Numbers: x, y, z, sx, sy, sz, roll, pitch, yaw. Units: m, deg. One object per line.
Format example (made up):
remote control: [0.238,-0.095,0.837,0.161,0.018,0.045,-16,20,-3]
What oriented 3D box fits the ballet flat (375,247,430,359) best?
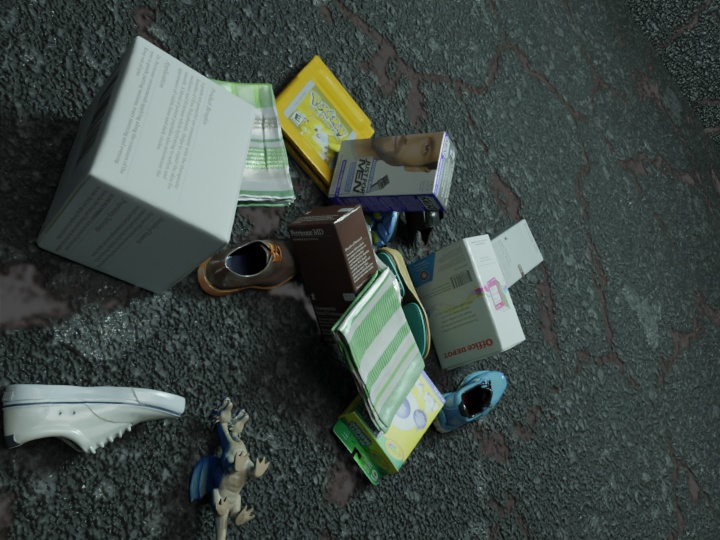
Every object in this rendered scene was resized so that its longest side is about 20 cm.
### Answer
ballet flat: [0.081,0.053,1.168,0.063,0.068,0.204,-13,83,-60]

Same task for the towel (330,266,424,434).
towel: [0.034,0.117,0.995,0.153,0.023,0.203,-51,130,-39]

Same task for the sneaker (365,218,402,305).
sneaker: [0.000,0.000,1.114,0.079,0.074,0.203,-27,86,-36]

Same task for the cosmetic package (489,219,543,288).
cosmetic package: [0.296,-0.025,1.404,0.199,0.073,0.103,-30,94,-45]

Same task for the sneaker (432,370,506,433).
sneaker: [0.210,0.229,1.195,0.198,0.089,0.080,-20,86,-46]

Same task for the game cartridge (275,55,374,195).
game cartridge: [-0.068,-0.258,1.182,0.177,0.032,0.202,47,48,-19]

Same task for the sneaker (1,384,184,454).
sneaker: [-0.295,0.167,0.756,0.196,0.073,0.073,8,75,-32]

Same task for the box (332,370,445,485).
box: [0.047,0.227,1.064,0.118,0.048,0.200,52,46,-5]

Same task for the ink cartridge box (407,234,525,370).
ink cartridge box: [0.187,0.059,1.208,0.084,0.143,0.205,-10,79,-46]

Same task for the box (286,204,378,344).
box: [-0.028,0.009,1.011,0.075,0.098,0.204,-35,116,-45]

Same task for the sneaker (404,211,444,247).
sneaker: [0.122,-0.125,1.194,0.059,0.200,0.106,-12,74,-23]

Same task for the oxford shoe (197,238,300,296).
oxford shoe: [-0.136,-0.012,0.977,0.198,0.072,0.073,-22,87,-47]

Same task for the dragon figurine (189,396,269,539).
dragon figurine: [-0.171,0.264,0.832,0.058,0.098,0.205,24,76,-35]

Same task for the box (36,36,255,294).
box: [-0.255,-0.116,0.817,0.169,0.198,0.203,25,55,-31]

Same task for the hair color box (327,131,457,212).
hair color box: [0.051,-0.157,1.102,0.065,0.196,0.112,40,58,-54]

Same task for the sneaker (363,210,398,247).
sneaker: [0.048,-0.116,1.188,0.083,0.070,0.202,47,29,-35]

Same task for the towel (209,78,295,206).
towel: [-0.180,-0.196,1.026,0.146,0.031,0.205,-4,76,-33]
